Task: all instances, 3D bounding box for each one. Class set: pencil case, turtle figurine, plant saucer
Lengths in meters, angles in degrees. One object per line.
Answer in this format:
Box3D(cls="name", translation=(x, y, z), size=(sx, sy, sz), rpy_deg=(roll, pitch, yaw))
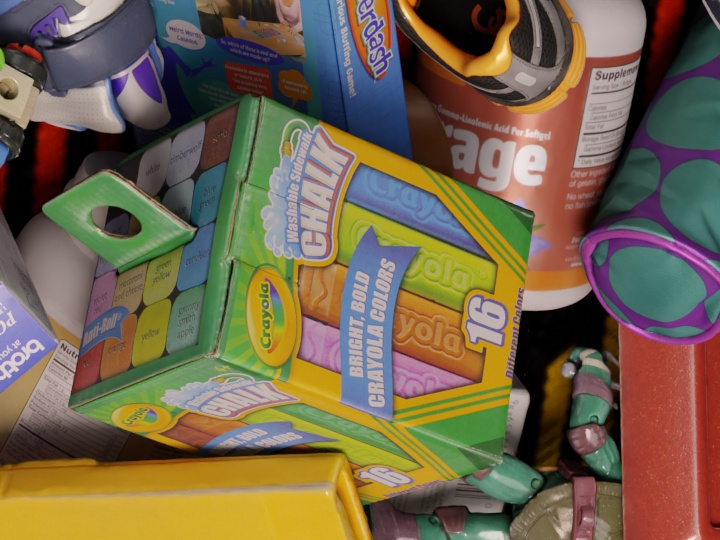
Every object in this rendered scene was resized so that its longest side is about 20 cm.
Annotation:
Box3D(cls="pencil case", translation=(0.181, -0.056, 1.333), size=(0.092, 0.200, 0.085), rpy_deg=(28, 145, 3))
Box3D(cls="turtle figurine", translation=(0.105, 0.117, 1.393), size=(0.199, 0.101, 0.150), rpy_deg=(6, 109, -15))
Box3D(cls="plant saucer", translation=(0.221, 0.067, 1.404), size=(0.199, 0.037, 0.201), rpy_deg=(6, 79, -37))

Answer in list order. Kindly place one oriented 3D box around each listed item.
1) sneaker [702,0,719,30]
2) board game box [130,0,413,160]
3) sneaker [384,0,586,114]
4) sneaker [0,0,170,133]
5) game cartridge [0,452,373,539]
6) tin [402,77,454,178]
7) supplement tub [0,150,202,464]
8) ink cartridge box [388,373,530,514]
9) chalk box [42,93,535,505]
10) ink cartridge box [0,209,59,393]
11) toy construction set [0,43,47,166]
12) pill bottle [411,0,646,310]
Box3D(cls="sneaker", translation=(0.170, -0.170, 1.269), size=(0.070, 0.108, 0.201), rpy_deg=(-32, 78, 19))
Box3D(cls="board game box", translation=(-0.055, -0.133, 1.241), size=(0.045, 0.152, 0.201), rpy_deg=(-37, 132, -38))
Box3D(cls="sneaker", translation=(0.025, -0.157, 1.242), size=(0.200, 0.077, 0.078), rpy_deg=(45, 106, 13))
Box3D(cls="sneaker", translation=(-0.118, -0.137, 1.214), size=(0.147, 0.200, 0.081), rpy_deg=(49, 49, -10))
Box3D(cls="game cartridge", translation=(-0.083, 0.154, 1.224), size=(0.199, 0.033, 0.177), rpy_deg=(-1, 131, 18))
Box3D(cls="tin", translation=(0.000, 0.000, 1.324), size=(0.042, 0.112, 0.201), rpy_deg=(-5, 97, -43))
Box3D(cls="supplement tub", translation=(-0.126, 0.057, 1.306), size=(0.144, 0.145, 0.201), rpy_deg=(23, 107, -24))
Box3D(cls="ink cartridge box", translation=(-0.014, 0.142, 1.438), size=(0.173, 0.044, 0.201), rpy_deg=(6, 109, -19))
Box3D(cls="chalk box", translation=(-0.043, 0.011, 1.162), size=(0.199, 0.125, 0.125), rpy_deg=(21, 66, -29))
Box3D(cls="ink cartridge box", translation=(-0.204, 0.011, 1.237), size=(0.094, 0.200, 0.044), rpy_deg=(-39, 117, 2))
Box3D(cls="toy construction set", translation=(-0.222, -0.083, 1.200), size=(0.131, 0.200, 0.093), rpy_deg=(28, 80, -26))
Box3D(cls="pill bottle", translation=(0.080, -0.091, 1.332), size=(0.112, 0.112, 0.201), rpy_deg=(2, 110, -18))
